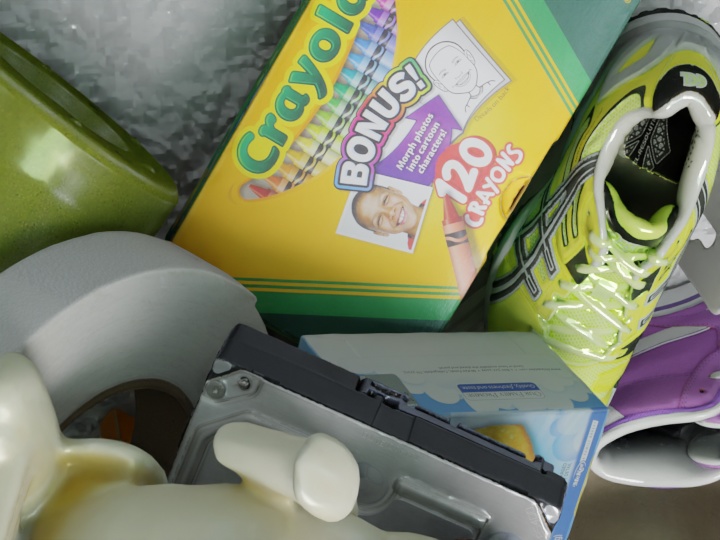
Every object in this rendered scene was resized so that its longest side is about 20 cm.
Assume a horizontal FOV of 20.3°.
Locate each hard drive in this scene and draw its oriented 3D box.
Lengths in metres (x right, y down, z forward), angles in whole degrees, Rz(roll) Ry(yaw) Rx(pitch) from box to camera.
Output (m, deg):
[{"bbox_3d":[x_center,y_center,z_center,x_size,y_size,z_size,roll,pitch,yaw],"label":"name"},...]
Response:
[{"bbox_3d":[-0.022,0.134,0.770,0.139,0.038,0.200,24,115,0],"label":"hard drive"}]

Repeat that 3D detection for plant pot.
[{"bbox_3d":[-0.180,0.002,0.814,0.200,0.200,0.193,36,96,-27],"label":"plant pot"}]

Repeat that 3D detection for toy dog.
[{"bbox_3d":[-0.034,0.136,0.678,0.199,0.140,0.194,7,135,7],"label":"toy dog"}]

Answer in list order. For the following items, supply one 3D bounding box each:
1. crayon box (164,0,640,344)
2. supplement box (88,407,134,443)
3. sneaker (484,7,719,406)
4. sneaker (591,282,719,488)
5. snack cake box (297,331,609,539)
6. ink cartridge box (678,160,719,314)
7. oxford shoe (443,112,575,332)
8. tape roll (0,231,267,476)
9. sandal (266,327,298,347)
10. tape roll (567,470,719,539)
[{"bbox_3d":[0.015,-0.063,0.848,0.119,0.058,0.200,29,98,-8],"label":"crayon box"},{"bbox_3d":[-0.125,0.183,0.984,0.126,0.074,0.200,31,108,-25],"label":"supplement box"},{"bbox_3d":[0.099,-0.011,0.849,0.075,0.076,0.201,15,113,-1],"label":"sneaker"},{"bbox_3d":[0.190,0.049,0.958,0.200,0.114,0.073,-22,120,-1],"label":"sneaker"},{"bbox_3d":[0.015,0.126,0.843,0.115,0.067,0.201,-1,119,-29],"label":"snack cake box"},{"bbox_3d":[0.220,-0.071,0.895,0.067,0.117,0.200,27,111,-25],"label":"ink cartridge box"},{"bbox_3d":[0.086,-0.031,0.925,0.058,0.075,0.200,46,114,10],"label":"oxford shoe"},{"bbox_3d":[-0.113,0.082,0.783,0.203,0.037,0.203,-35,141,-35],"label":"tape roll"},{"bbox_3d":[0.000,0.000,0.920,0.081,0.055,0.200,19,113,-22],"label":"sandal"},{"bbox_3d":[0.142,0.142,0.949,0.202,0.203,0.071,-8,120,-8],"label":"tape roll"}]
